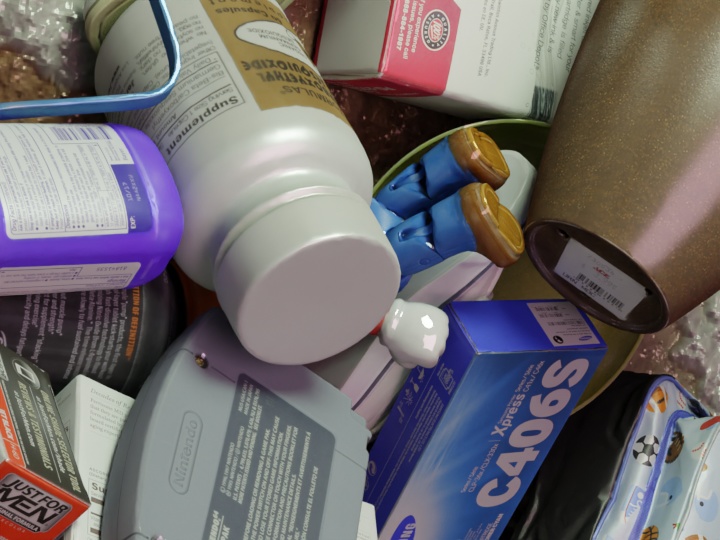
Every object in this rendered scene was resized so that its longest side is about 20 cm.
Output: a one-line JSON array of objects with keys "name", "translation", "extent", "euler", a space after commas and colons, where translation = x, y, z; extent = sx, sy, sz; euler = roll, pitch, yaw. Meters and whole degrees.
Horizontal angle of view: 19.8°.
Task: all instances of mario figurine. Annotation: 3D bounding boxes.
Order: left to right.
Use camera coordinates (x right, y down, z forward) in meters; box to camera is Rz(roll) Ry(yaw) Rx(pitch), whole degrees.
[{"name": "mario figurine", "translation": [0.000, 0.000, 1.158], "extent": [0.107, 0.199, 0.124], "euler": [60, 22, -13]}]

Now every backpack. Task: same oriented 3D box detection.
[{"name": "backpack", "translation": [0.193, 0.171, 1.303], "extent": [0.190, 0.153, 0.201], "euler": [42, 68, -45]}]

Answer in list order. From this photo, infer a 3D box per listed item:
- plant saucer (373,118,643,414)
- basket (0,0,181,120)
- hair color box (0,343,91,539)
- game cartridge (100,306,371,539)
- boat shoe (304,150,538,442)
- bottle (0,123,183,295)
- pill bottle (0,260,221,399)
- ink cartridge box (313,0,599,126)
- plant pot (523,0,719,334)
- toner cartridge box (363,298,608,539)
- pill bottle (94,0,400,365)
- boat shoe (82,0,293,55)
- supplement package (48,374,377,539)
[{"name": "plant saucer", "translation": [0.081, 0.003, 1.246], "extent": [0.198, 0.031, 0.202], "euler": [-3, 110, -9]}, {"name": "basket", "translation": [-0.199, -0.149, 1.010], "extent": [0.198, 0.139, 0.178], "euler": [-12, 77, -23]}, {"name": "hair color box", "translation": [-0.228, 0.132, 0.999], "extent": [0.200, 0.102, 0.061], "euler": [-42, 132, 12]}, {"name": "game cartridge", "translation": [-0.061, 0.118, 1.018], "extent": [0.133, 0.042, 0.201], "euler": [32, 40, -20]}, {"name": "boat shoe", "translation": [0.042, 0.021, 1.193], "extent": [0.066, 0.072, 0.201], "euler": [33, 99, -37]}, {"name": "bottle", "translation": [-0.183, -0.029, 0.980], "extent": [0.199, 0.065, 0.084], "euler": [-4, 54, -39]}, {"name": "pill bottle", "translation": [-0.171, 0.021, 1.078], "extent": [0.198, 0.106, 0.107], "euler": [9, 90, -33]}, {"name": "ink cartridge box", "translation": [0.084, -0.163, 1.238], "extent": [0.198, 0.084, 0.146], "euler": [12, 88, -33]}, {"name": "plant pot", "translation": [0.181, -0.070, 1.142], "extent": [0.187, 0.186, 0.201], "euler": [47, 67, -26]}, {"name": "toner cartridge box", "translation": [0.059, 0.104, 1.204], "extent": [0.094, 0.043, 0.201], "euler": [0, 132, -32]}, {"name": "pill bottle", "translation": [-0.057, -0.053, 1.075], "extent": [0.113, 0.201, 0.115], "euler": [-17, 139, -15]}, {"name": "boat shoe", "translation": [-0.068, -0.181, 1.147], "extent": [0.199, 0.069, 0.075], "euler": [-27, 142, -8]}, {"name": "supplement package", "translation": [-0.111, 0.171, 1.085], "extent": [0.199, 0.156, 0.112], "euler": [28, 39, -31]}]
